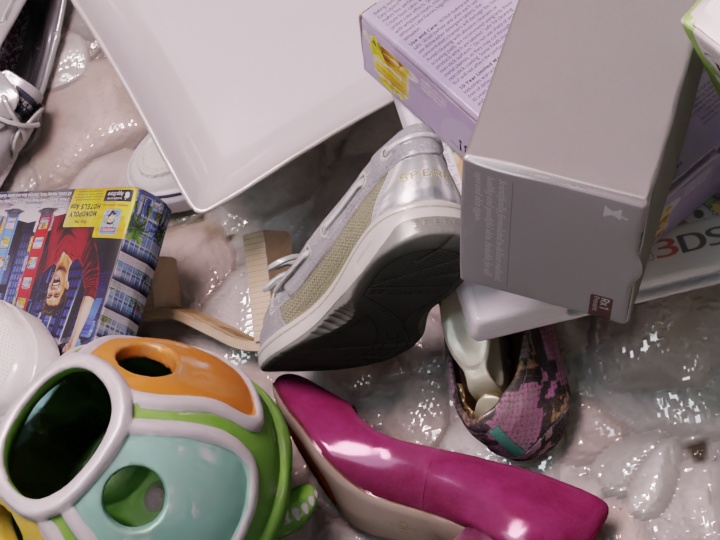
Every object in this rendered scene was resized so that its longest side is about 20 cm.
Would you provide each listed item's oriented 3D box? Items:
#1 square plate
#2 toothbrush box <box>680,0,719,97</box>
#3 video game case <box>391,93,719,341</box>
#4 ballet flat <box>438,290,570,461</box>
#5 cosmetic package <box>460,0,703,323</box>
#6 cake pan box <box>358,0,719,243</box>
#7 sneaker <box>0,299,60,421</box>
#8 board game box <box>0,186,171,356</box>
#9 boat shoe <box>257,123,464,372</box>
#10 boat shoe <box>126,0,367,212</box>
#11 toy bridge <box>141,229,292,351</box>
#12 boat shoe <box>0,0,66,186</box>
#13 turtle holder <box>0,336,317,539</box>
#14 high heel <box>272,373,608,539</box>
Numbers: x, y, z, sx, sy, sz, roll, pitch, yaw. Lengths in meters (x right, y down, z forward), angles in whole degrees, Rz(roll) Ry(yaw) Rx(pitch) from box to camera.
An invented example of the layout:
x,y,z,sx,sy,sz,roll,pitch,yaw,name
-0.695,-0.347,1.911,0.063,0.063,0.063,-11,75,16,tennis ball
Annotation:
x,y,z,sx,sy,sz,roll,pitch,yaw,name
-0.049,-0.151,1.013,0.199,0.028,0.199,-30,68,-6,square plate
0.234,-0.059,0.772,0.086,0.200,0.146,-47,63,2,toothbrush box
0.117,-0.071,0.924,0.181,0.023,0.201,-13,57,-6,video game case
0.063,0.001,0.940,0.069,0.071,0.201,-22,58,23,ballet flat
0.109,-0.091,0.806,0.090,0.107,0.201,17,60,12,cosmetic package
0.129,-0.118,0.909,0.200,0.052,0.184,-40,67,-18,cake pan box
-0.256,0.026,1.000,0.199,0.115,0.074,24,86,48,sneaker
-0.196,0.056,1.056,0.199,0.061,0.201,1,72,46,board game box
-0.001,0.000,0.906,0.202,0.074,0.065,129,136,-59,boat shoe
-0.069,-0.111,1.063,0.201,0.086,0.075,-30,55,15,boat shoe
-0.051,0.011,1.019,0.199,0.027,0.068,-12,82,35,toy bridge
-0.237,-0.112,1.180,0.068,0.072,0.201,-6,55,33,boat shoe
-0.128,0.113,0.888,0.185,0.132,0.142,-32,54,11,turtle holder
0.035,0.099,0.928,0.096,0.068,0.200,-35,53,-13,high heel
